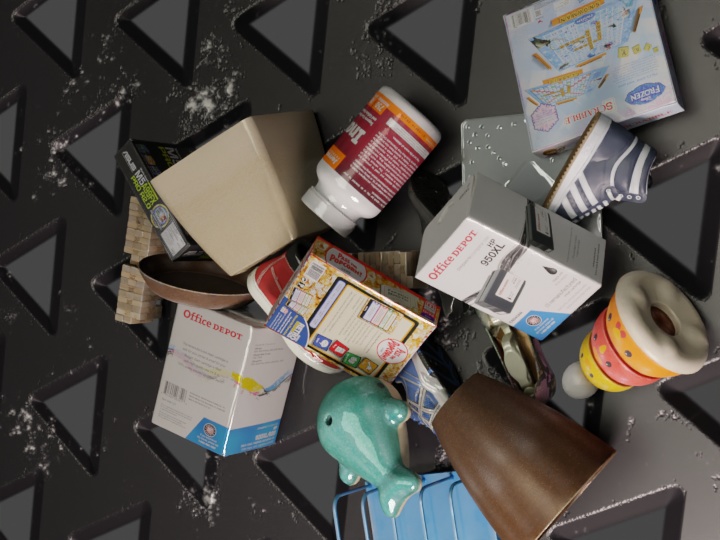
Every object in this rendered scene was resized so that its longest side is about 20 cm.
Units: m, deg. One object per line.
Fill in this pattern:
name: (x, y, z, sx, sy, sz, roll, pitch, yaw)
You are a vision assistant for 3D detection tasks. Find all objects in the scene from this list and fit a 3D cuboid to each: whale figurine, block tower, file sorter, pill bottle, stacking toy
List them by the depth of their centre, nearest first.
stacking toy: (0.330, 0.109, 1.507, 0.147, 0.145, 0.200, 57, 132, 17)
whale figurine: (0.008, 0.235, 1.599, 0.159, 0.103, 0.201, -52, 45, 28)
file sorter: (0.078, 0.362, 1.642, 0.198, 0.122, 0.140, -12, 85, 29)
pill bottle: (0.012, -0.149, 1.657, 0.113, 0.113, 0.200, 42, 94, 23)
block tower: (0.000, 0.000, 1.724, 0.198, 0.054, 0.059, 0, 92, 30)
block tower: (-0.349, -0.016, 1.922, 0.054, 0.058, 0.202, 12, 98, 30)

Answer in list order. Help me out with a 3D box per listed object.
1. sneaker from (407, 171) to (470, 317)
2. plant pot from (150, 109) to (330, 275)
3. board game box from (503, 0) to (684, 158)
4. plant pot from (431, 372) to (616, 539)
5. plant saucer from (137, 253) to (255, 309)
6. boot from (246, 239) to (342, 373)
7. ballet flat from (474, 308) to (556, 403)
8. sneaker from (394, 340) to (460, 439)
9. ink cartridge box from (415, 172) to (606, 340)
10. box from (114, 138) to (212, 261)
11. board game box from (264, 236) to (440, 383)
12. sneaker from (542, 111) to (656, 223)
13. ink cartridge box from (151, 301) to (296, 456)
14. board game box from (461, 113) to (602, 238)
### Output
sneaker: (0.107, -0.040, 1.650, 0.201, 0.059, 0.105, -120, 33, -40)
plant pot: (-0.151, -0.107, 1.741, 0.199, 0.200, 0.178, -28, 86, 27)
board game box: (0.299, -0.271, 1.534, 0.198, 0.041, 0.202, -17, 74, 27)
plant pot: (0.193, 0.234, 1.523, 0.200, 0.187, 0.188, 42, 110, 16)
plant saucer: (-0.239, 0.018, 1.783, 0.199, 0.200, 0.035, 19, 106, 29)
boot: (-0.057, 0.053, 1.700, 0.144, 0.073, 0.200, -30, 105, 42)
ballet flat: (0.202, 0.089, 1.595, 0.069, 0.071, 0.202, -29, 76, 21)
sneaker: (0.116, 0.198, 1.653, 0.077, 0.075, 0.201, -44, 59, 30)
ink cartridge box: (0.190, -0.015, 1.510, 0.199, 0.085, 0.145, 26, 138, -12)
box: (-0.273, -0.107, 1.823, 0.044, 0.160, 0.201, -40, 71, 26)
board game box: (-0.012, 0.065, 1.636, 0.199, 0.046, 0.152, 30, 126, -8)
sneaker: (0.301, -0.094, 1.508, 0.108, 0.070, 0.201, 27, 125, 2)
ink cartridge box: (-0.199, 0.153, 1.790, 0.146, 0.144, 0.202, 20, 100, 29)
board game box: (0.233, -0.111, 1.602, 0.198, 0.026, 0.202, -2, 89, 30)
